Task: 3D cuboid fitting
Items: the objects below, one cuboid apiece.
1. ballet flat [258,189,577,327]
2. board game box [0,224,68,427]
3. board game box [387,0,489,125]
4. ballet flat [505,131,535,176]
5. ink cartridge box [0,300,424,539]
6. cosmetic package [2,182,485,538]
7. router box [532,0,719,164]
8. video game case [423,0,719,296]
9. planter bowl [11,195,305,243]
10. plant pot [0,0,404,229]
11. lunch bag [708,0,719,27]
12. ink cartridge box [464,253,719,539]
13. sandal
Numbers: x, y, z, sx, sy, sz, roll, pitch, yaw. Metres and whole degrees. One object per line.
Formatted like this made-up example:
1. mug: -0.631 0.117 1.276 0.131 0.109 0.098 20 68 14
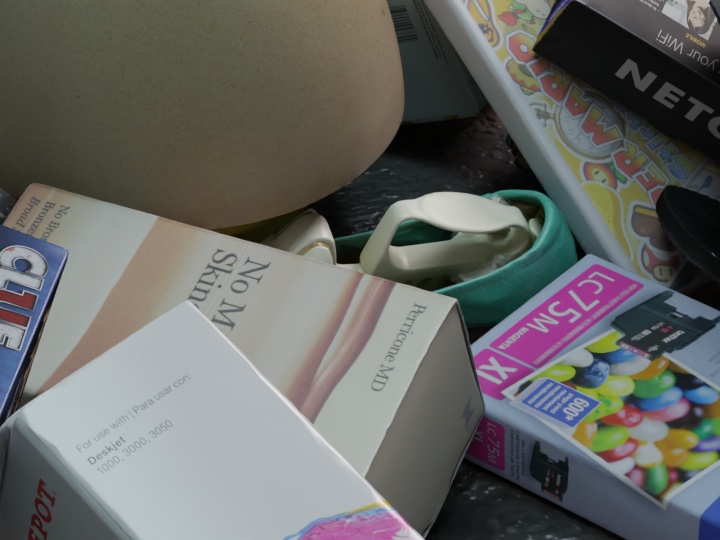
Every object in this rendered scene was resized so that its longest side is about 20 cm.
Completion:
1. ballet flat: 0.000 0.000 1.242 0.200 0.070 0.067 -12 38 -13
2. board game box: -0.159 0.100 1.004 0.035 0.200 0.136 20 38 -4
3. board game box: 0.048 -0.165 1.414 0.103 0.105 0.200 -5 28 38
4. ballet flat: 0.151 -0.096 1.382 0.072 0.068 0.200 36 47 13
5. ink cartridge box: -0.033 0.130 0.946 0.085 0.145 0.200 -36 71 -30
6. cosmetic package: -0.062 0.047 1.145 0.200 0.087 0.103 14 58 21
7. router box: 0.200 -0.119 1.305 0.200 0.052 0.157 31 58 -5
8. video game case: 0.143 -0.096 1.316 0.182 0.023 0.200 -26 79 -30
9. planter bowl: -0.085 -0.052 1.306 0.200 0.084 0.200 -2 37 1
10. plant pot: -0.082 -0.128 1.225 0.200 0.135 0.200 -1 37 1
11. lunch bag: 0.228 -0.098 1.173 0.200 0.124 0.170 20 28 -20
12. ink cartridge box: 0.140 0.067 1.173 0.200 0.042 0.119 27 45 31
13. sandal: 0.206 0.003 1.199 0.075 0.048 0.200 6 23 -41
